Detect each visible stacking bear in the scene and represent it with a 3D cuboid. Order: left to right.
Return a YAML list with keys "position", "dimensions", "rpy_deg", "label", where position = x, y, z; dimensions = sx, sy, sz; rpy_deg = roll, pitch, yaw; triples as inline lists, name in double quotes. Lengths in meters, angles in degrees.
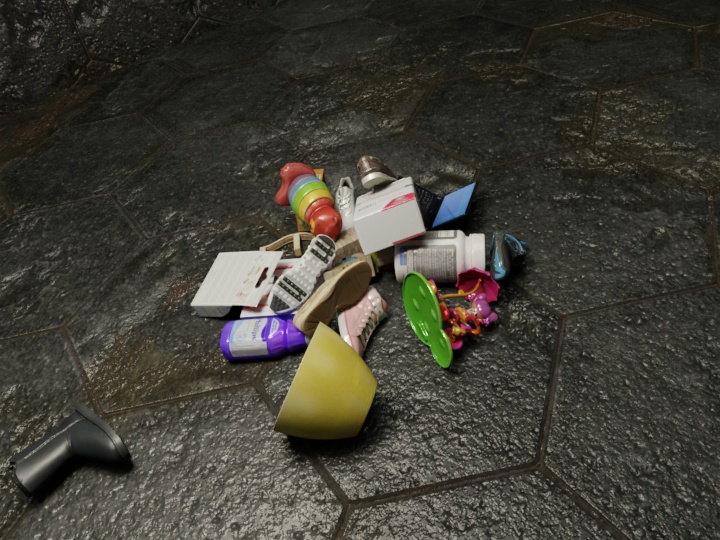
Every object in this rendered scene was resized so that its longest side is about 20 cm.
- position: [-0.113, -0.155, 1.366]
  dimensions: [0.111, 0.123, 0.201]
  rpy_deg: [-11, 49, -33]
  label: "stacking bear"

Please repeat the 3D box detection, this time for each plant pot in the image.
- position: [-0.052, 0.216, 0.993]
  dimensions: [0.139, 0.202, 0.202]
  rpy_deg: [25, 47, -1]
  label: "plant pot"

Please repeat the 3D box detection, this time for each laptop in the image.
- position: [0.175, -0.190, 1.399]
  dimensions: [0.196, 0.105, 0.178]
  rpy_deg: [28, 39, 3]
  label: "laptop"

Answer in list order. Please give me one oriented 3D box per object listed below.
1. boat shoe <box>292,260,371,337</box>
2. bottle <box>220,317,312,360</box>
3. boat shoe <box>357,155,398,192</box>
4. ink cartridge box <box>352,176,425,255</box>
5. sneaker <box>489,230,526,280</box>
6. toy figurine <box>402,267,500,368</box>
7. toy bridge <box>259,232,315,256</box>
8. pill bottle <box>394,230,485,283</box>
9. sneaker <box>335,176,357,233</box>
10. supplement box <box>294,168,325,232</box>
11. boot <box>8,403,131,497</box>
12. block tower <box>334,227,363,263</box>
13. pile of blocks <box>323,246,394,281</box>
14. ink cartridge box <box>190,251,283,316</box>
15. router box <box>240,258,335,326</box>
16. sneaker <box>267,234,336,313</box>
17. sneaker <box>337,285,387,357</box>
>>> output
- position: [-0.059, 0.048, 1.147]
  dimensions: [0.199, 0.072, 0.064]
  rpy_deg: [-41, 31, -21]
  label: "boat shoe"
- position: [-0.193, 0.141, 1.176]
  dimensions: [0.194, 0.067, 0.085]
  rpy_deg: [-5, 41, 8]
  label: "bottle"
- position: [0.042, -0.227, 1.337]
  dimensions: [0.070, 0.061, 0.199]
  rpy_deg: [-23, -7, 17]
  label: "boat shoe"
- position: [0.064, -0.126, 1.245]
  dimensions: [0.142, 0.085, 0.201]
  rpy_deg: [-20, 19, 10]
  label: "ink cartridge box"
- position: [0.324, -0.035, 1.213]
  dimensions: [0.080, 0.075, 0.201]
  rpy_deg: [12, 27, 10]
  label: "sneaker"
- position: [0.207, 0.073, 1.128]
  dimensions: [0.180, 0.151, 0.203]
  rpy_deg: [-16, 63, -20]
  label: "toy figurine"
- position: [-0.160, -0.067, 1.424]
  dimensions: [0.194, 0.028, 0.068]
  rpy_deg: [-12, 41, 0]
  label: "toy bridge"
- position: [0.178, -0.030, 1.240]
  dimensions: [0.194, 0.116, 0.115]
  rpy_deg: [0, 42, 12]
  label: "pill bottle"
- position: [-0.043, -0.163, 1.457]
  dimensions: [0.072, 0.089, 0.203]
  rpy_deg: [-8, 43, 2]
  label: "sneaker"
- position: [-0.135, -0.194, 1.528]
  dimensions: [0.067, 0.068, 0.203]
  rpy_deg: [-1, 44, 6]
  label: "supplement box"
- position: [-0.533, 0.346, 1.021]
  dimensions: [0.197, 0.078, 0.168]
  rpy_deg: [16, 45, 37]
  label: "boot"
- position: [0.002, -0.078, 1.378]
  dimensions: [0.196, 0.059, 0.054]
  rpy_deg: [-28, 44, -14]
  label: "block tower"
- position: [0.000, 0.000, 1.286]
  dimensions: [0.196, 0.064, 0.081]
  rpy_deg: [-23, 15, -27]
  label: "pile of blocks"
- position: [-0.277, 0.030, 1.291]
  dimensions: [0.195, 0.048, 0.163]
  rpy_deg: [-1, 49, 28]
  label: "ink cartridge box"
- position: [-0.160, 0.051, 1.279]
  dimensions: [0.194, 0.050, 0.182]
  rpy_deg: [-4, 43, 9]
  label: "router box"
- position: [-0.129, 0.014, 1.229]
  dimensions: [0.075, 0.081, 0.201]
  rpy_deg: [43, 73, -7]
  label: "sneaker"
- position: [0.008, 0.103, 1.162]
  dimensions: [0.102, 0.077, 0.203]
  rpy_deg: [-14, 37, 5]
  label: "sneaker"
